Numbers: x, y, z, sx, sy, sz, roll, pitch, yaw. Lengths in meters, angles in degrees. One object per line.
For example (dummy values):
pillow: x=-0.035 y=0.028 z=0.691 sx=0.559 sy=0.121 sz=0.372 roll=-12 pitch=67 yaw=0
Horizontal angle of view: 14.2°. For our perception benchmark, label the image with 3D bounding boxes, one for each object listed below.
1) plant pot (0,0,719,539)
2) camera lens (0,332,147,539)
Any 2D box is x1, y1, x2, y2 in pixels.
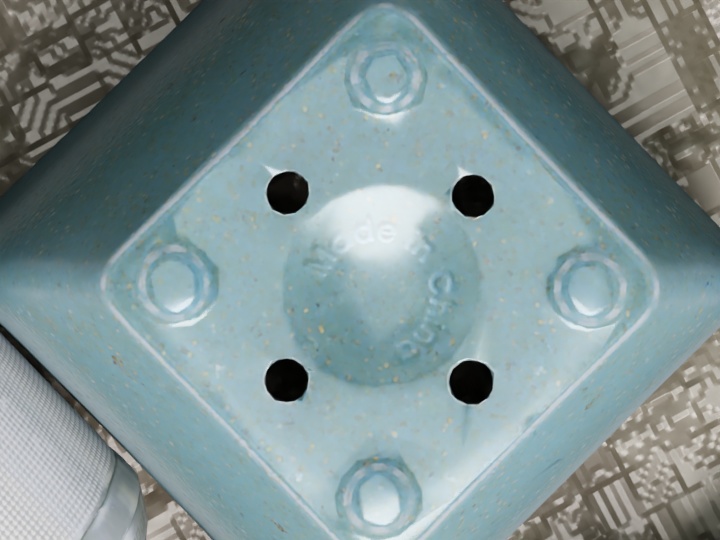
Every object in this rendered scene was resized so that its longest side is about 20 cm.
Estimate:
plant pot: x=0.000 y=0.000 z=0.879 sx=0.196 sy=0.200 sz=0.196 roll=-44 pitch=93 yaw=-1
camera lens: x=-0.176 y=0.065 z=0.877 sx=0.160 sy=0.160 sz=0.200 roll=-43 pitch=104 yaw=-1
